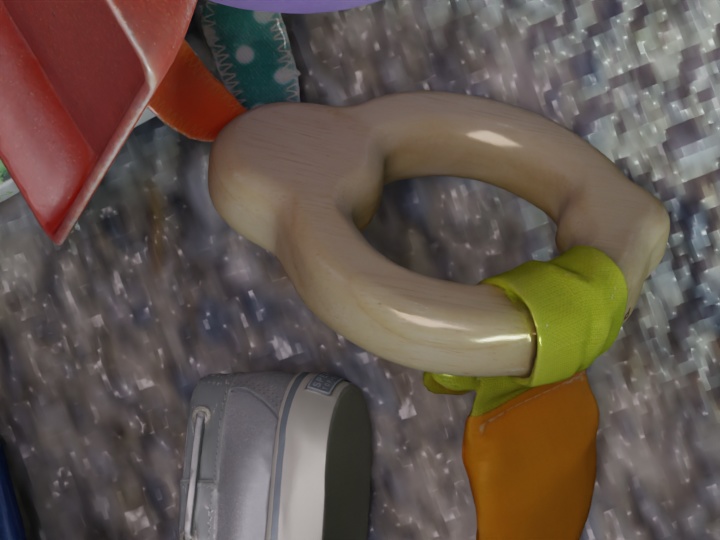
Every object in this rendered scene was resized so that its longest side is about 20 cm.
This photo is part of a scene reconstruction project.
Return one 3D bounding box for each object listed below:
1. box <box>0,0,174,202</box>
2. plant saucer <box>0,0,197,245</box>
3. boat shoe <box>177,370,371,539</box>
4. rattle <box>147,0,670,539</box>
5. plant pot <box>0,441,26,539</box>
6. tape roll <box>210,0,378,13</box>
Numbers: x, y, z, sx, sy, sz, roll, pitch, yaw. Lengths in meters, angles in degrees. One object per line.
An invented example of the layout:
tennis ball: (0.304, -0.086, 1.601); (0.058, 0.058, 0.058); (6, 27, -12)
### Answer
box: (-0.169, -0.117, 0.846); (0.144, 0.036, 0.201); (-28, 89, 10)
plant saucer: (-0.119, -0.122, 0.738); (0.037, 0.200, 0.201); (-30, 87, -19)
boat shoe: (-0.043, 0.134, 0.823); (0.071, 0.070, 0.203); (7, 90, 20)
rattle: (0.000, 0.000, 0.818); (0.199, 0.143, 0.131); (20, 58, 16)
plant pot: (-0.216, 0.109, 0.770); (0.200, 0.200, 0.180); (-43, 122, 8)
tape roll: (-0.020, -0.191, 0.769); (0.198, 0.085, 0.202); (0, 85, -5)
